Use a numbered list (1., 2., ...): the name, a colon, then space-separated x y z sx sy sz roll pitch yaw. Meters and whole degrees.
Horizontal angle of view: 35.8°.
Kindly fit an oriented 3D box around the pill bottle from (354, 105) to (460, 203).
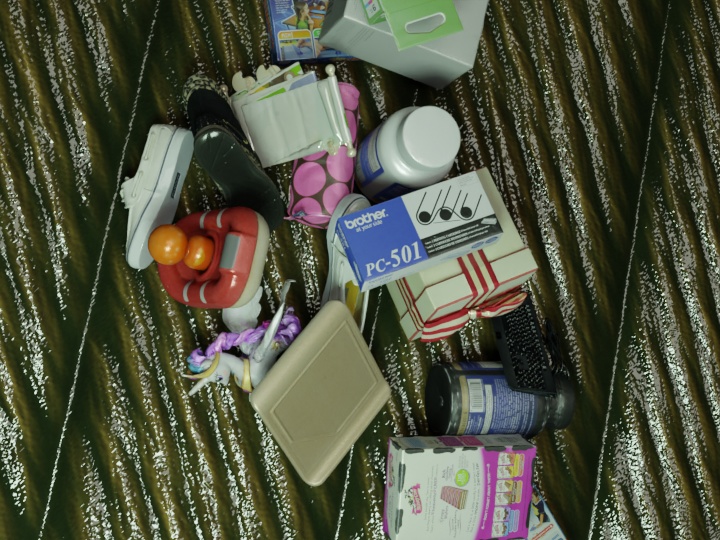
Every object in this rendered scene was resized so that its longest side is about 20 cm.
1. pill bottle: 0.066 -0.161 1.538 0.111 0.200 0.113 2 82 -17

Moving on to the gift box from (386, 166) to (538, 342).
1. gift box: 0.130 -0.009 1.561 0.183 0.200 0.188 -22 76 -12

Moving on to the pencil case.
1. pencil case: -0.054 -0.162 1.566 0.093 0.091 0.202 3 80 24

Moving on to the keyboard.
1. keyboard: 0.246 0.093 1.601 0.103 0.040 0.201 10 43 -18

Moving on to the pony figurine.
1. pony figurine: -0.125 0.100 1.494 0.199 0.166 0.195 23 89 -31

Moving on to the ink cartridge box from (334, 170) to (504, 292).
1. ink cartridge box: 0.076 -0.051 1.441 0.198 0.044 0.095 -20 74 -14

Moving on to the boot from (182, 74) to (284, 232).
1. boot: -0.173 -0.158 1.512 0.073 0.154 0.204 -27 136 5

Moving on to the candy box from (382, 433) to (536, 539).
1. candy box: 0.134 0.298 1.523 0.198 0.061 0.138 2 99 -19

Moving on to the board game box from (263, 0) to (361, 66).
1. board game box: -0.039 -0.371 1.610 0.198 0.034 0.137 -7 88 -19

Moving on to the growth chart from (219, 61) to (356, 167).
1. growth chart: -0.104 -0.212 1.520 0.018 0.198 0.146 -17 99 -60

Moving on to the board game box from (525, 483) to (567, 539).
1. board game box: 0.176 0.380 1.605 0.199 0.056 0.197 -32 95 -18

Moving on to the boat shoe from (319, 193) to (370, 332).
1. boat shoe: -0.004 0.001 1.526 0.074 0.086 0.204 -1 109 -40

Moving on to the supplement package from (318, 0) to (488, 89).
1. supplement package: 0.061 -0.354 1.561 0.198 0.120 0.122 18 77 -17

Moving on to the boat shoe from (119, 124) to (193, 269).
1. boat shoe: -0.287 -0.103 1.498 0.069 0.071 0.202 15 84 12

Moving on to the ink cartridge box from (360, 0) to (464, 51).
1. ink cartridge box: 0.049 -0.387 1.464 0.103 0.059 0.202 -20 89 -21

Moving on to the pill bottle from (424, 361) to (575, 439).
1. pill bottle: 0.201 0.187 1.600 0.198 0.112 0.113 2 85 -18

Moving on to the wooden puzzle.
1. wooden puzzle: -0.052 0.164 1.489 0.185 0.037 0.201 -50 135 -22

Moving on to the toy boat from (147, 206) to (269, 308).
1. toy boat: -0.213 -0.024 1.433 0.130 0.199 0.132 17 79 -32
